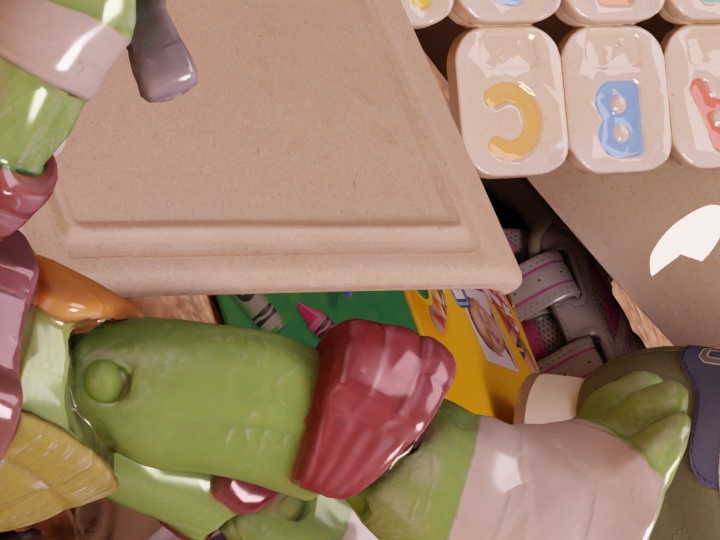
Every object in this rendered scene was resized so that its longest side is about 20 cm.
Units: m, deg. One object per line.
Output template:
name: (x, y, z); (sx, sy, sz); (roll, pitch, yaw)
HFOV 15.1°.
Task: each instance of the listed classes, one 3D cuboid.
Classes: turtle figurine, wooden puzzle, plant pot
turtle figurine: (-0.042, -0.015, 0.486); (0.194, 0.144, 0.200); (27, 33, -16)
wooden puzzle: (-0.056, -0.071, 0.749); (0.200, 0.037, 0.185); (3, 58, -47)
plant pot: (0.131, -0.062, 1.008); (0.200, 0.134, 0.200); (47, 7, -7)

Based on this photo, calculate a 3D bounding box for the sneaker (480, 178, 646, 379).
sneaker: (0.062, 0.032, 0.990); (0.088, 0.081, 0.200); (47, 12, -42)

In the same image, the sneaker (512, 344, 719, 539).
sneaker: (0.113, 0.116, 0.786); (0.067, 0.090, 0.200); (-15, 89, -69)

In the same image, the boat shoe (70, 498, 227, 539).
boat shoe: (-0.035, 0.055, 0.615); (0.066, 0.072, 0.200); (44, 21, 5)

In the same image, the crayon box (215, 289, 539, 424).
crayon box: (0.000, 0.000, 0.854); (0.119, 0.058, 0.200); (40, 26, -55)

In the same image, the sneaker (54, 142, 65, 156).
sneaker: (-0.088, -0.103, 0.664); (0.093, 0.070, 0.200); (47, 33, -31)

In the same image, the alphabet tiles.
alphabet tiles: (0.077, -0.129, 0.893); (0.015, 0.200, 0.196); (-10, -96, 63)
